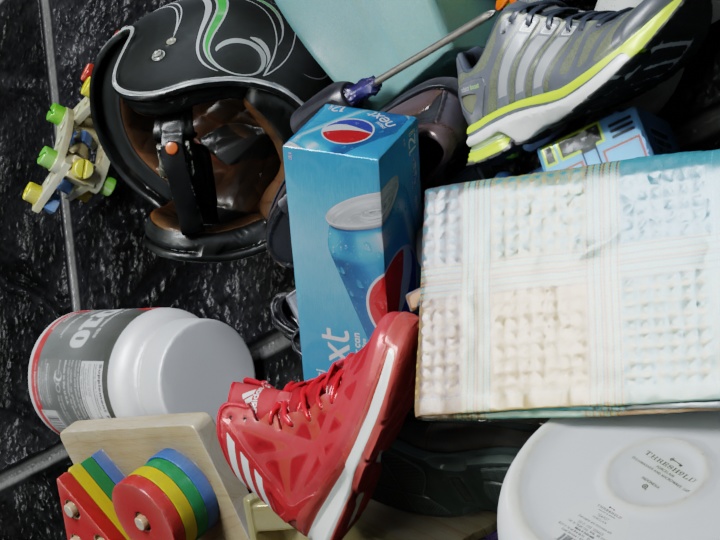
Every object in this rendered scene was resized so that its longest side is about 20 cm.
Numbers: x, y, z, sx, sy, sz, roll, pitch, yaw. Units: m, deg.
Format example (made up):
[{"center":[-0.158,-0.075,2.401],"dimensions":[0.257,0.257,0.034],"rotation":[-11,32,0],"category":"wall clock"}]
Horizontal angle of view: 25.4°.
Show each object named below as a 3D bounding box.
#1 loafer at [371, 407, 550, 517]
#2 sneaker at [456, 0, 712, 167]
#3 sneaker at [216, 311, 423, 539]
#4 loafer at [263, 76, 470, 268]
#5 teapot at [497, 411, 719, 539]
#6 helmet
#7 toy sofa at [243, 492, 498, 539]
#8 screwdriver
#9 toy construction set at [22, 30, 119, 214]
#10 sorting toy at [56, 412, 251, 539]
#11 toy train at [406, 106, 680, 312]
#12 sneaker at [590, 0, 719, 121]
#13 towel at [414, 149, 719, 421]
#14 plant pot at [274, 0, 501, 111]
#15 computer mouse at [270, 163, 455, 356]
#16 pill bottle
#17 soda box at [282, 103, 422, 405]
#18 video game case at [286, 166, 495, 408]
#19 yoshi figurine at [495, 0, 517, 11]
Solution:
[{"center":[0.065,0.122,1.060],"dimensions":[0.198,0.063,0.072],"rotation":[2,131,41],"category":"loafer"},{"center":[0.119,-0.128,0.932],"dimensions":[0.199,0.073,0.082],"rotation":[-29,81,47],"category":"sneaker"},{"center":[-0.034,0.088,1.011],"dimensions":[0.115,0.078,0.201],"rotation":[29,125,11],"category":"sneaker"},{"center":[-0.002,-0.057,1.067],"dimensions":[0.199,0.072,0.063],"rotation":[-36,15,35],"category":"loafer"},{"center":[0.175,0.166,0.870],"dimensions":[0.195,0.201,0.147],"rotation":[-9,121,14],"category":"teapot"},{"center":[-0.105,-0.114,1.200],"dimensions":[0.191,0.198,0.201],"rotation":[-103,37,-60],"category":"helmet"},{"center":[0.013,0.202,1.121],"dimensions":[0.199,0.097,0.084],"rotation":[16,123,50],"category":"toy sofa"},{"center":[0.022,-0.124,1.029],"dimensions":[0.199,0.029,0.028],"rotation":[-20,42,44],"category":"screwdriver"},{"center":[-0.218,-0.131,1.416],"dimensions":[0.199,0.092,0.132],"rotation":[-18,48,40],"category":"toy construction set"},{"center":[-0.156,0.218,1.245],"dimensions":[0.199,0.069,0.200],"rotation":[-9,109,50],"category":"sorting toy"},{"center":[0.118,-0.015,0.977],"dimensions":[0.199,0.086,0.115],"rotation":[-25,73,26],"category":"toy train"},{"center":[0.189,-0.183,0.958],"dimensions":[0.200,0.075,0.089],"rotation":[-50,39,36],"category":"sneaker"},{"center":[0.122,0.011,0.903],"dimensions":[0.198,0.022,0.148],"rotation":[-6,71,31],"category":"towel"},{"center":[0.026,-0.215,1.103],"dimensions":[0.141,0.140,0.202],"rotation":[-37,69,41],"category":"plant pot"},{"center":[0.018,-0.014,1.147],"dimensions":[0.138,0.052,0.202],"rotation":[34,119,28],"category":"computer mouse"},{"center":[-0.182,0.088,1.330],"dimensions":[0.199,0.113,0.115],"rotation":[-4,83,49],"category":"pill bottle"},{"center":[0.000,0.000,1.028],"dimensions":[0.067,0.064,0.202],"rotation":[10,124,23],"category":"soda box"},{"center":[0.046,0.036,1.092],"dimensions":[0.199,0.019,0.144],"rotation":[-34,79,37],"category":"video game case"},{"center":[0.134,-0.241,0.983],"dimensions":[0.113,0.111,0.200],"rotation":[59,145,5],"category":"yoshi figurine"}]
